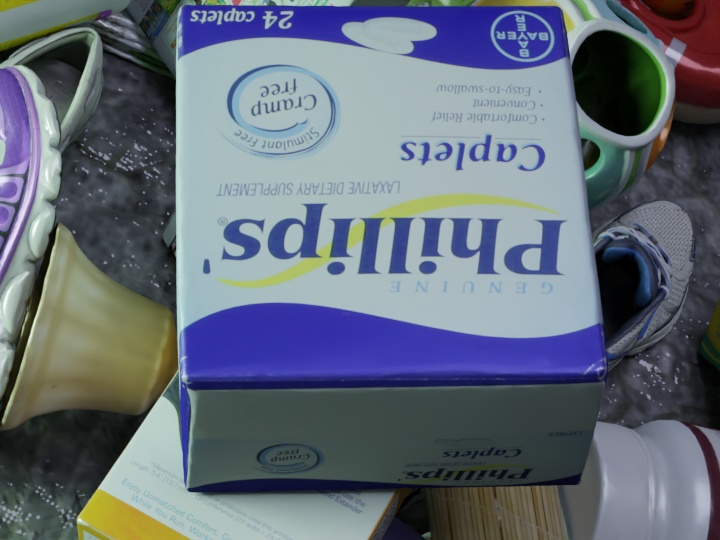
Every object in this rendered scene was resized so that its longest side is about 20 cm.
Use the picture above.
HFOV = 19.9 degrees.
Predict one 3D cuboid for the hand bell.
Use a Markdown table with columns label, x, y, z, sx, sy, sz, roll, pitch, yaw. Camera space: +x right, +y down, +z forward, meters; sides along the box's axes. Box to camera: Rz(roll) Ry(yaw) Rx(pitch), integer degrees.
| label | x | y | z | sx | sy | sz | roll | pitch | yaw |
| --- | --- | --- | --- | --- | --- | --- | --- | --- | --- |
| hand bell | -0.070 | 0.054 | 1.019 | 0.198 | 0.104 | 0.105 | 17 | 50 | -10 |

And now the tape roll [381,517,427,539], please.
| label | x | y | z | sx | sy | sz | roll | pitch | yaw |
| --- | --- | --- | --- | --- | --- | --- | --- | --- | --- |
| tape roll | -0.032 | 0.208 | 0.964 | 0.198 | 0.085 | 0.202 | 15 | 50 | -19 |

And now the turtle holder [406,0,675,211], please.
| label | x | y | z | sx | sy | sz | roll | pitch | yaw |
| --- | --- | --- | --- | --- | --- | --- | --- | --- | --- |
| turtle holder | 0.105 | -0.117 | 1.206 | 0.141 | 0.131 | 0.186 | -45 | 107 | -21 |

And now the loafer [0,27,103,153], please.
| label | x | y | z | sx | sy | sz | roll | pitch | yaw |
| --- | --- | --- | --- | --- | --- | --- | --- | --- | --- |
| loafer | -0.200 | -0.063 | 1.085 | 0.070 | 0.070 | 0.201 | 34 | 47 | -1 |

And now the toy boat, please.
| label | x | y | z | sx | sy | sz | roll | pitch | yaw |
| --- | --- | --- | --- | --- | --- | --- | --- | --- | --- |
| toy boat | 0.209 | -0.195 | 1.363 | 0.199 | 0.131 | 0.131 | 32 | 48 | -3 |

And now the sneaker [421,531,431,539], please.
| label | x | y | z | sx | sy | sz | roll | pitch | yaw |
| --- | --- | --- | --- | --- | --- | --- | --- | --- | --- |
| sneaker | 0.109 | 0.206 | 1.050 | 0.112 | 0.071 | 0.201 | -26 | 79 | -35 |

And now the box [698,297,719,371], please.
| label | x | y | z | sx | sy | sz | roll | pitch | yaw |
| --- | --- | --- | --- | --- | --- | --- | --- | --- | --- |
| box | 0.284 | 0.073 | 1.184 | 0.116 | 0.049 | 0.200 | 20 | 8 | -14 |

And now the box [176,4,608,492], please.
| label | x | y | z | sx | sy | sz | roll | pitch | yaw |
| --- | --- | --- | --- | --- | --- | --- | --- | --- | --- |
| box | 0.008 | -0.012 | 0.922 | 0.182 | 0.105 | 0.202 | -1 | 58 | -5 |

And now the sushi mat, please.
| label | x | y | z | sx | sy | sz | roll | pitch | yaw |
| --- | --- | --- | --- | --- | --- | --- | --- | --- | --- |
| sushi mat | 0.072 | 0.154 | 1.001 | 0.095 | 0.012 | 0.201 | 24 | 37 | -26 |

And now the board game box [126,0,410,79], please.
| label | x | y | z | sx | sy | sz | roll | pitch | yaw |
| --- | --- | --- | --- | --- | --- | --- | --- | --- | --- |
| board game box | -0.073 | -0.189 | 1.166 | 0.064 | 0.148 | 0.201 | -20 | 71 | -44 |

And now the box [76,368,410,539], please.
| label | x | y | z | sx | sy | sz | roll | pitch | yaw |
| --- | --- | --- | --- | --- | --- | --- | --- | --- | --- |
| box | -0.029 | 0.073 | 0.950 | 0.118 | 0.042 | 0.201 | 27 | 57 | 11 |

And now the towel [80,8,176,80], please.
| label | x | y | z | sx | sy | sz | roll | pitch | yaw |
| --- | --- | --- | --- | --- | --- | --- | --- | --- | --- |
| towel | -0.168 | -0.205 | 1.237 | 0.198 | 0.031 | 0.150 | 23 | 49 | -12 |

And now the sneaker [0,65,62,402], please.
| label | x | y | z | sx | sy | sz | roll | pitch | yaw |
| --- | --- | --- | --- | --- | --- | --- | --- | --- | --- |
| sneaker | -0.199 | -0.010 | 0.998 | 0.083 | 0.080 | 0.202 | 18 | 74 | -22 |

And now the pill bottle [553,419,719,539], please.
| label | x | y | z | sx | sy | sz | roll | pitch | yaw |
| --- | --- | --- | --- | --- | --- | --- | --- | --- | --- |
| pill bottle | 0.194 | 0.145 | 1.112 | 0.198 | 0.114 | 0.115 | 13 | 51 | -20 |

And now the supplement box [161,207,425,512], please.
| label | x | y | z | sx | sy | sz | roll | pitch | yaw |
| --- | --- | --- | --- | --- | --- | --- | --- | --- | --- |
| supplement box | -0.014 | 0.035 | 1.119 | 0.108 | 0.061 | 0.201 | -15 | 66 | -36 |

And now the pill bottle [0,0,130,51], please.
| label | x | y | z | sx | sy | sz | roll | pitch | yaw |
| --- | --- | --- | --- | --- | --- | --- | --- | --- | --- |
| pill bottle | -0.228 | -0.163 | 1.110 | 0.199 | 0.105 | 0.105 | -21 | 67 | -24 |

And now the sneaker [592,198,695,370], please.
| label | x | y | z | sx | sy | sz | roll | pitch | yaw |
| --- | --- | --- | --- | --- | --- | --- | --- | --- | --- |
| sneaker | 0.156 | 0.011 | 1.212 | 0.077 | 0.085 | 0.200 | 40 | 47 | 5 |
